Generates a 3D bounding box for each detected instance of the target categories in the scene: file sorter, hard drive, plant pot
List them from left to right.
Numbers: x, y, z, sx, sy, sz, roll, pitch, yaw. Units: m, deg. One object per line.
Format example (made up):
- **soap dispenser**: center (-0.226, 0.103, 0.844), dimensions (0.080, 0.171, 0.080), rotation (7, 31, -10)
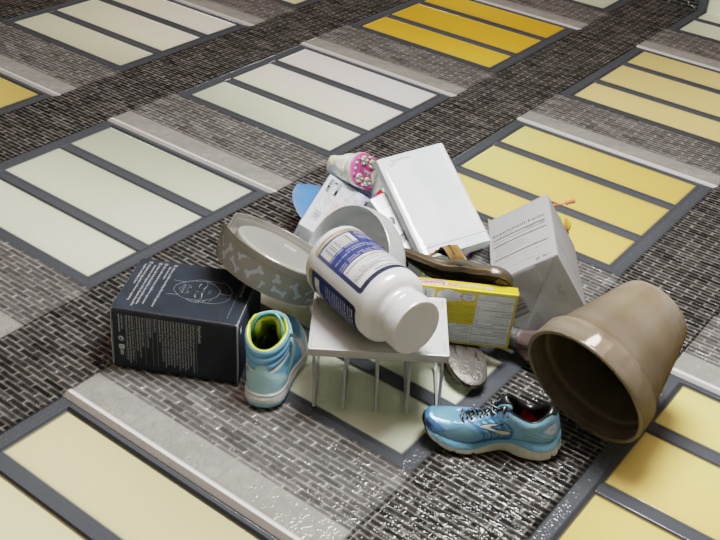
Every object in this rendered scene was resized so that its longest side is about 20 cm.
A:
- **file sorter**: center (0.024, 0.125, 1.559), dimensions (0.197, 0.126, 0.139), rotation (3, 33, 0)
- **hard drive**: center (0.120, -0.113, 1.789), dimensions (0.130, 0.027, 0.202), rotation (-16, 67, -20)
- **plant pot**: center (0.366, 0.112, 1.505), dimensions (0.173, 0.201, 0.199), rotation (-40, 49, -22)

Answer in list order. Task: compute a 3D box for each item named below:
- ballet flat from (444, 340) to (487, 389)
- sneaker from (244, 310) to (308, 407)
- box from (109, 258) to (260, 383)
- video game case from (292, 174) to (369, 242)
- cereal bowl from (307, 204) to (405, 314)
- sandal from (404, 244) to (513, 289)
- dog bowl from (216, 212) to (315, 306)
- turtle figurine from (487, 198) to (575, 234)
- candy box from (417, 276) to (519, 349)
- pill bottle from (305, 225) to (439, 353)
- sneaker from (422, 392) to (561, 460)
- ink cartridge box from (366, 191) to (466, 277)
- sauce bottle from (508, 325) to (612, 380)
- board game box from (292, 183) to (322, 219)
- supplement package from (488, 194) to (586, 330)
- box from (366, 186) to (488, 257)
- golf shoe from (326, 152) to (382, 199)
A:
- **ballet flat**: center (0.142, 0.121, 1.663), dimensions (0.066, 0.047, 0.201), rotation (-6, 39, -22)
- **sneaker**: center (-0.122, 0.095, 1.584), dimensions (0.078, 0.132, 0.201), rotation (5, 32, 5)
- **box**: center (-0.263, 0.074, 1.625), dimensions (0.197, 0.108, 0.149), rotation (8, 31, 7)
- **video game case**: center (-0.013, -0.065, 1.865), dimensions (0.180, 0.046, 0.201), rotation (31, 33, -3)
- **cereal bowl**: center (0.000, 0.000, 1.701), dimensions (0.083, 0.202, 0.200), rotation (15, 18, -43)
- **sandal**: center (0.154, -0.012, 1.659), dimensions (0.198, 0.082, 0.055), rotation (9, 68, 40)
- **dog bowl**: center (-0.133, -0.014, 1.638), dimensions (0.198, 0.059, 0.200), rotation (28, 14, -8)
- **turtle figurine**: center (0.313, -0.068, 1.920), dimensions (0.159, 0.200, 0.065), rotation (-11, 76, 8)
- **candy box**: center (0.135, 0.062, 1.613), dimensions (0.197, 0.103, 0.027), rotation (7, 35, -2)
- **pill bottle**: center (0.019, 0.030, 1.489), dimensions (0.110, 0.112, 0.200), rotation (-18, 39, -31)
- **sneaker**: center (0.185, 0.203, 1.487), dimensions (0.197, 0.091, 0.079), rotation (4, 32, 1)
- **ink cartridge box**: center (0.107, -0.050, 1.808), dimensions (0.115, 0.068, 0.201), rotation (-28, 72, -26)
- **sauce bottle**: center (0.298, 0.128, 1.643), dimensions (0.198, 0.067, 0.066), rotation (18, 35, 22)
- **board game box**: center (-0.045, -0.088, 1.951), dimensions (0.198, 0.039, 0.159), rotation (3, 43, -40)
- **supplement package**: center (0.291, -0.011, 1.771), dimensions (0.119, 0.122, 0.201), rotation (-25, 26, 19)
- **box**: center (0.120, -0.090, 1.920), dimensions (0.199, 0.039, 0.137), rotation (38, 39, 7)
- **golf shoe**: center (0.011, -0.167, 1.992), dimensions (0.091, 0.200, 0.076), rotation (12, 74, 35)
